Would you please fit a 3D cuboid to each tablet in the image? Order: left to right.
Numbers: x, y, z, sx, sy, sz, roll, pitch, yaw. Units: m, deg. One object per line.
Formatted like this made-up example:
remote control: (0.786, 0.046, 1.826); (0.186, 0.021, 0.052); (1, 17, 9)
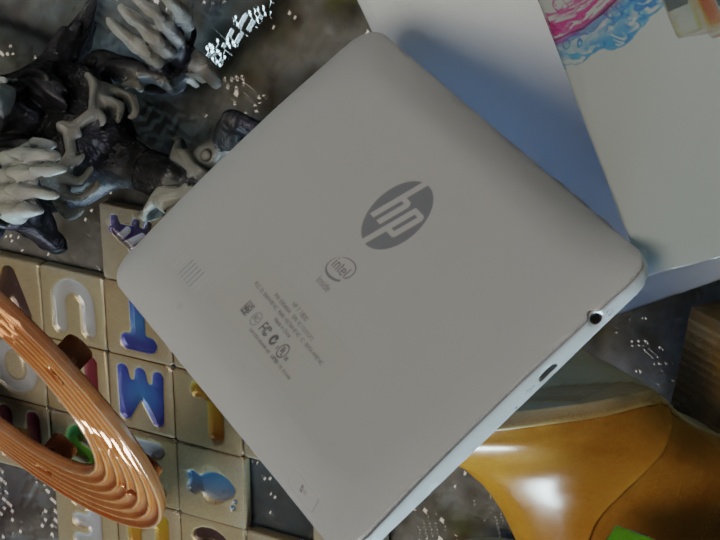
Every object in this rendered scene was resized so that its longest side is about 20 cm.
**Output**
tablet: (0.000, 0.000, 0.938); (0.014, 0.130, 0.200); (47, 179, -37)

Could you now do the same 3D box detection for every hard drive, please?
hard drive: (0.069, -0.083, 1.019); (0.132, 0.026, 0.200); (-21, 97, 38)

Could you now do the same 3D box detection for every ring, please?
ring: (-0.151, 0.030, 1.152); (0.200, 0.019, 0.200); (36, 161, 14)

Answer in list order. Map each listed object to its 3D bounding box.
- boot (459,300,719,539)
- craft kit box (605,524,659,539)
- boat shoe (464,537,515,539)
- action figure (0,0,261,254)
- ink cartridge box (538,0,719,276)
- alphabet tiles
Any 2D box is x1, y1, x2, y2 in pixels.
boot: (0.072, 0.091, 0.986); (0.071, 0.201, 0.144); (34, 123, 48)
craft kit box: (0.164, 0.197, 0.966); (0.197, 0.049, 0.200); (20, 136, 23)
boat shoe: (0.106, 0.166, 1.069); (0.201, 0.074, 0.063); (26, 133, 24)
action figure: (-0.087, -0.050, 1.083); (0.200, 0.119, 0.102); (18, 160, 21)
ink cartridge box: (0.140, -0.123, 0.879); (0.145, 0.145, 0.200); (-14, 102, 37)
alphabet tiles: (-0.075, 0.054, 1.186); (0.200, 0.008, 0.167); (12, 116, 29)
